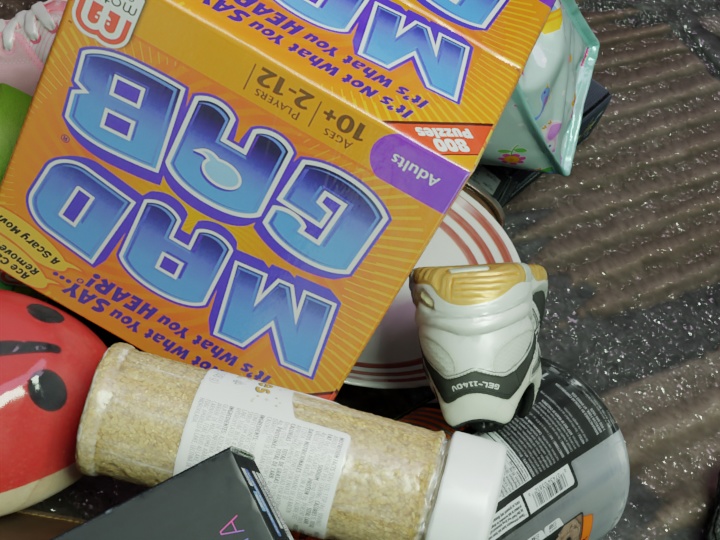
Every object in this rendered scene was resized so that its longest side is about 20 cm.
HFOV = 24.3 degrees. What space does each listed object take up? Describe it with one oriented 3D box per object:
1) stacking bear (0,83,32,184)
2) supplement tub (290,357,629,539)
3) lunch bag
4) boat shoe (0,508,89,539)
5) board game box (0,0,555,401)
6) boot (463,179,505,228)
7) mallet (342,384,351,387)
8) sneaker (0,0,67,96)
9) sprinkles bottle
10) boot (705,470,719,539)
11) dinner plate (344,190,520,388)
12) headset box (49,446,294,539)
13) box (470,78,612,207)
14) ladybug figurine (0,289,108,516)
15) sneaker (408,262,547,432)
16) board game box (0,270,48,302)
[{"bbox_3d":[-0.201,-0.048,0.979,0.200,0.114,0.122,17,44,-18],"label":"stacking bear"},{"bbox_3d":[0.046,0.134,0.914,0.200,0.123,0.123,-26,65,-40],"label":"supplement tub"},{"bbox_3d":[0.043,-0.149,1.053,0.170,0.200,0.122,8,75,26],"label":"lunch bag"},{"bbox_3d":[-0.120,0.150,0.838,0.200,0.068,0.072,16,31,6],"label":"boat shoe"},{"bbox_3d":[-0.045,-0.079,0.872,0.200,0.200,0.200,29,38,-1],"label":"board game box"},{"bbox_3d":[-0.009,0.004,1.052,0.186,0.064,0.200,15,42,0],"label":"boot"},{"bbox_3d":[0.012,0.050,1.010,0.200,0.041,0.066,3,47,-42],"label":"mallet"},{"bbox_3d":[-0.228,-0.136,1.034,0.200,0.105,0.075,22,24,-9],"label":"sneaker"},{"bbox_3d":[-0.033,0.091,0.803,0.200,0.068,0.068,15,43,4],"label":"sprinkles bottle"},{"bbox_3d":[0.296,0.206,1.004,0.211,0.079,0.158,33,43,6],"label":"boot"},{"bbox_3d":[0.000,0.000,1.001,0.200,0.024,0.200,9,43,-9],"label":"dinner plate"},{"bbox_3d":[-0.100,0.196,0.695,0.200,0.093,0.174,-26,80,-1],"label":"headset box"},{"bbox_3d":[0.066,-0.144,1.237,0.200,0.051,0.158,40,44,13],"label":"box"},{"bbox_3d":[-0.214,0.060,0.843,0.200,0.072,0.136,-6,54,-9],"label":"ladybug figurine"},{"bbox_3d":[0.061,0.040,0.884,0.075,0.088,0.200,-3,0,11],"label":"sneaker"},{"bbox_3d":[-0.270,-0.005,0.901,0.200,0.102,0.048,8,47,-20],"label":"board game box"}]
